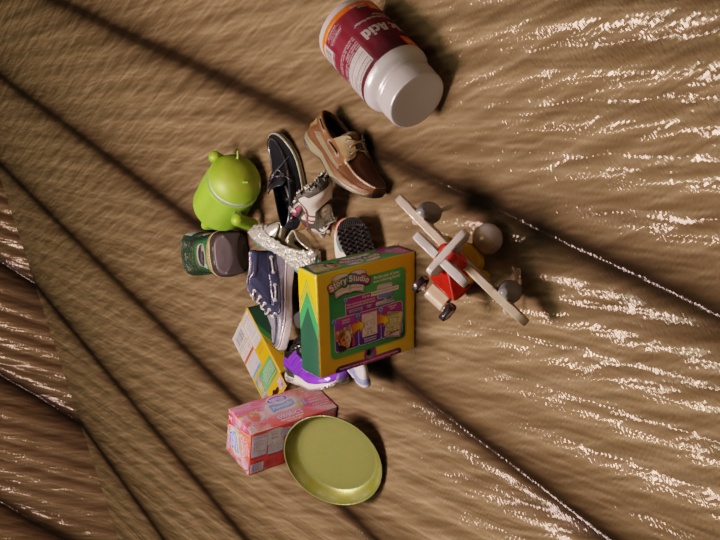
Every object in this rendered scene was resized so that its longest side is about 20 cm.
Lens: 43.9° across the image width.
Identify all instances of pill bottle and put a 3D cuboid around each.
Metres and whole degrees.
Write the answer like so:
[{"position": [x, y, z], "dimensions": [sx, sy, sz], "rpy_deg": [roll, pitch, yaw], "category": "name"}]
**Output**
[{"position": [0.032, -0.315, 1.360], "dimensions": [0.200, 0.114, 0.115], "rpy_deg": [52, 139, 32], "category": "pill bottle"}]

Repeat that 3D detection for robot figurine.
[{"position": [-0.277, -0.160, 1.857], "dimensions": [0.200, 0.115, 0.177], "rpy_deg": [-48, 57, 50], "category": "robot figurine"}]

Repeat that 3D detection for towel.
[{"position": [-0.027, 0.102, 1.605], "dimensions": [0.147, 0.024, 0.202], "rpy_deg": [-146, 41, -73], "category": "towel"}]

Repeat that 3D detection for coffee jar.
[{"position": [-0.324, -0.038, 1.993], "dimensions": [0.199, 0.085, 0.105], "rpy_deg": [3, 100, 56], "category": "coffee jar"}]

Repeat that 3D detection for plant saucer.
[{"position": [-0.049, 0.355, 1.701], "dimensions": [0.198, 0.031, 0.202], "rpy_deg": [8, 117, 17], "category": "plant saucer"}]

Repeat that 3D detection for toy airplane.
[{"position": [0.145, -0.021, 1.272], "dimensions": [0.201, 0.141, 0.199], "rpy_deg": [54, 169, -27], "category": "toy airplane"}]

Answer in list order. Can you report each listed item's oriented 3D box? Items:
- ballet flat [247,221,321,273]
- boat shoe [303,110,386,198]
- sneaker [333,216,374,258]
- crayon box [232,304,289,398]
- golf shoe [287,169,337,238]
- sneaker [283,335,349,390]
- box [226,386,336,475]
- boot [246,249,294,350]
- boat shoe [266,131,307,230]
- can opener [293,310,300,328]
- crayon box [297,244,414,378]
[{"position": [-0.141, -0.057, 1.745], "dimensions": [0.200, 0.071, 0.072], "rpy_deg": [35, 128, 35], "category": "ballet flat"}, {"position": [-0.025, -0.200, 1.518], "dimensions": [0.200, 0.075, 0.074], "rpy_deg": [46, 126, 30], "category": "boat shoe"}, {"position": [0.000, 0.000, 1.570], "dimensions": [0.093, 0.070, 0.201], "rpy_deg": [-138, 31, -77], "category": "sneaker"}, {"position": [-0.199, 0.189, 1.918], "dimensions": [0.201, 0.051, 0.126], "rpy_deg": [60, 142, 25], "category": "crayon box"}, {"position": [-0.070, -0.117, 1.591], "dimensions": [0.088, 0.077, 0.200], "rpy_deg": [51, 167, 1], "category": "golf shoe"}, {"position": [-0.096, 0.173, 1.748], "dimensions": [0.199, 0.069, 0.100], "rpy_deg": [3, 101, 54], "category": "sneaker"}, {"position": [-0.155, 0.309, 1.761], "dimensions": [0.095, 0.199, 0.103], "rpy_deg": [37, 130, 44], "category": "box"}, {"position": [-0.185, 0.057, 1.784], "dimensions": [0.073, 0.090, 0.202], "rpy_deg": [179, 93, -70], "category": "boot"}, {"position": [-0.147, -0.171, 1.714], "dimensions": [0.074, 0.062, 0.202], "rpy_deg": [-26, 78, 57], "category": "boat shoe"}, {"position": [-0.087, 0.093, 1.671], "dimensions": [0.200, 0.052, 0.067], "rpy_deg": [163, 94, -76], "category": "can opener"}, {"position": [-0.003, 0.063, 1.460], "dimensions": [0.058, 0.199, 0.174], "rpy_deg": [19, 116, 50], "category": "crayon box"}]
